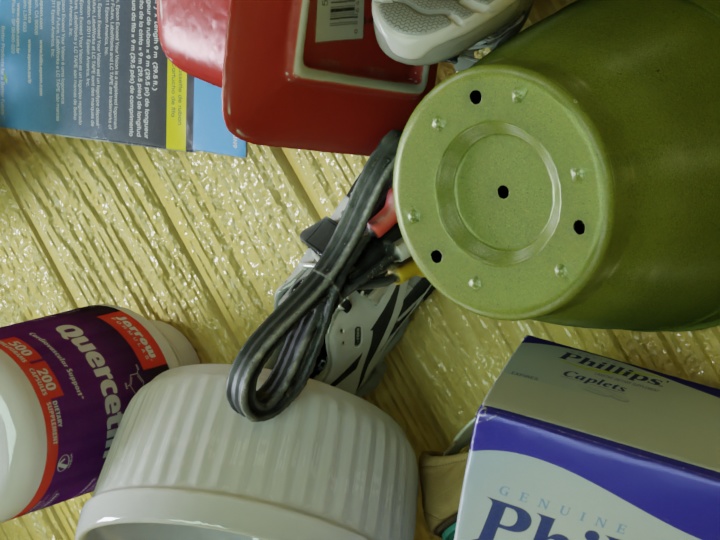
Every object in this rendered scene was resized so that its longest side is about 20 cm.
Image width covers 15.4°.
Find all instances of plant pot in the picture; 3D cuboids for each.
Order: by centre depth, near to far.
[{"bbox_3d":[0.119,-0.051,1.406,0.200,0.193,0.202,7,102,32],"label":"plant pot"}]

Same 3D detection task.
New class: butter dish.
[{"bbox_3d":[-0.048,-0.172,1.481,0.147,0.199,0.201,11,95,34],"label":"butter dish"}]

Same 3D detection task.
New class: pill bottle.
[{"bbox_3d":[-0.184,0.083,1.624,0.112,0.200,0.113,7,102,32],"label":"pill bottle"}]

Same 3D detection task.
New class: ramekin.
[{"bbox_3d":[-0.058,0.133,1.557,0.199,0.200,0.106,-2,64,33],"label":"ramekin"}]

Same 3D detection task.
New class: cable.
[{"bbox_3d":[0.000,0.000,1.477,0.050,0.200,0.097,24,148,33],"label":"cable"}]

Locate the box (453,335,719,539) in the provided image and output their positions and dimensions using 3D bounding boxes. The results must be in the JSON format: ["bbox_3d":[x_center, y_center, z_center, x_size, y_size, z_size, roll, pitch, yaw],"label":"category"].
[{"bbox_3d":[0.144,0.163,1.424,0.183,0.105,0.201,15,115,16],"label":"box"}]

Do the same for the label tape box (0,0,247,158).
[{"bbox_3d":[-0.131,-0.151,1.630,0.199,0.063,0.145,9,103,32],"label":"label tape box"}]

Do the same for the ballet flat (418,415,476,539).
[{"bbox_3d":[0.107,0.092,1.518,0.200,0.068,0.063,-30,67,32],"label":"ballet flat"}]

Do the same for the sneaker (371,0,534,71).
[{"bbox_3d":[0.062,-0.140,1.434,0.074,0.200,0.082,17,117,18],"label":"sneaker"}]

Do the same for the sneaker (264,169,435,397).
[{"bbox_3d":[-0.003,0.003,1.560,0.074,0.088,0.201,33,113,26],"label":"sneaker"}]
